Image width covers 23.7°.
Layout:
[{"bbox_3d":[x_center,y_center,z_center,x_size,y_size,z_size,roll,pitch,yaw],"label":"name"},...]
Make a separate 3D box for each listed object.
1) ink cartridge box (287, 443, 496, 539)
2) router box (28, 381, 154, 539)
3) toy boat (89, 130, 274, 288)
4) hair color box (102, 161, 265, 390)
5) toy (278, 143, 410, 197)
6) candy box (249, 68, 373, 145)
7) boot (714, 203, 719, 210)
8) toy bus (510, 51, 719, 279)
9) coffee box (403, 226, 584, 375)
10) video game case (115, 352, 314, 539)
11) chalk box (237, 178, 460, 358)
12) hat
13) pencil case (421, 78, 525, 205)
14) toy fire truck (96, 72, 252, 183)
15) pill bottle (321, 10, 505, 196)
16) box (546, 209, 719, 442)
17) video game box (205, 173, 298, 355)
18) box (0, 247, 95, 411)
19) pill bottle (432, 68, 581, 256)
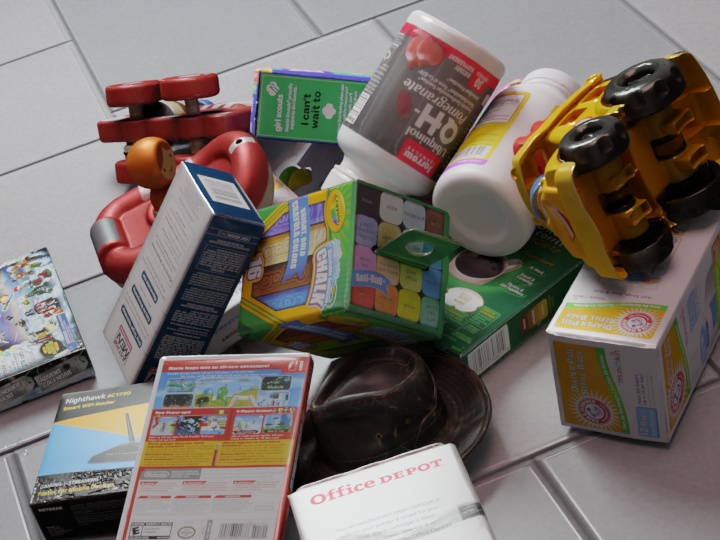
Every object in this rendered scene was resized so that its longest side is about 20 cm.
[{"bbox_3d":[0.038,0.244,1.343,0.144,0.084,0.200,-17,36,-4],"label":"ink cartridge box"},{"bbox_3d":[-0.185,0.164,1.549,0.199,0.051,0.149,-8,36,10],"label":"router box"},{"bbox_3d":[-0.189,-0.079,1.717,0.199,0.131,0.131,-29,39,-1],"label":"toy boat"},{"bbox_3d":[-0.168,0.010,1.621,0.060,0.201,0.100,13,26,-33],"label":"hair color box"},{"bbox_3d":[-0.011,-0.074,1.810,0.200,0.047,0.115,19,65,47],"label":"toy"},{"bbox_3d":[-0.016,-0.171,1.816,0.199,0.077,0.169,3,8,-6],"label":"candy box"},{"bbox_3d":[0.267,-0.096,1.728,0.199,0.070,0.174,2,31,-19],"label":"boot"},{"bbox_3d":[0.204,-0.092,1.529,0.192,0.136,0.200,2,38,48],"label":"toy bus"},{"bbox_3d":[0.125,0.022,1.646,0.200,0.044,0.123,-37,43,-28],"label":"coffee box"},{"bbox_3d":[-0.122,0.157,1.471,0.142,0.017,0.201,-2,50,14],"label":"video game case"},{"bbox_3d":[0.000,0.000,1.557,0.200,0.124,0.125,-13,67,47],"label":"chalk box"},{"bbox_3d":[0.010,0.121,1.502,0.200,0.081,0.201,-15,39,13],"label":"hat"},{"bbox_3d":[0.141,-0.120,1.800,0.083,0.087,0.200,-16,25,45],"label":"pencil case"},{"bbox_3d":[-0.190,-0.168,1.959,0.199,0.113,0.168,-1,10,35],"label":"toy fire truck"},{"bbox_3d":[0.046,-0.143,1.683,0.111,0.111,0.201,35,95,46],"label":"pill bottle"},{"bbox_3d":[0.250,0.043,1.519,0.101,0.113,0.200,7,39,27],"label":"box"},{"bbox_3d":[-0.133,-0.016,1.756,0.182,0.047,0.200,-34,40,-12],"label":"video game box"},{"bbox_3d":[-0.360,0.063,1.754,0.136,0.040,0.200,-22,37,-10],"label":"box"},{"bbox_3d":[0.154,-0.112,1.683,0.104,0.105,0.200,9,44,28],"label":"pill bottle"}]
